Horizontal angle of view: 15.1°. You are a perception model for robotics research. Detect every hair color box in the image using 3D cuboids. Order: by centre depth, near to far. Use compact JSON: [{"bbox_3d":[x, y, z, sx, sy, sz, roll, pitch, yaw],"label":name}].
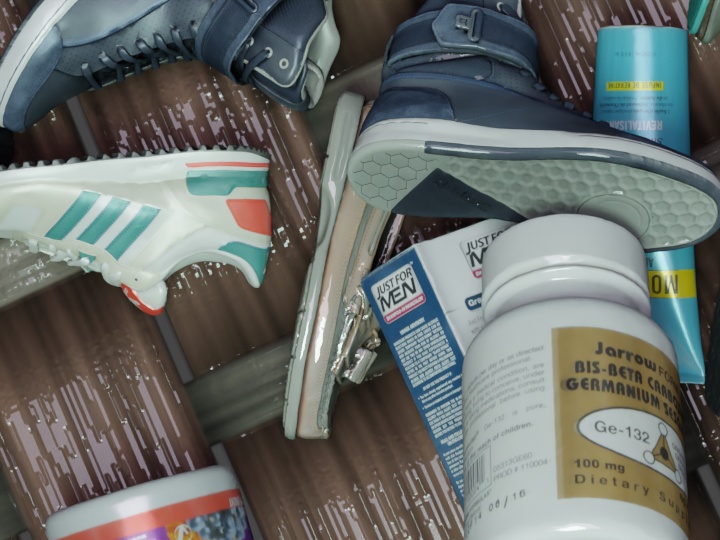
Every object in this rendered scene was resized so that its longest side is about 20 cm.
[{"bbox_3d":[0.090,0.073,1.498,0.100,0.060,0.201,-19,82,-38],"label":"hair color box"}]

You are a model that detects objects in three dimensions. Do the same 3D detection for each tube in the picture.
[{"bbox_3d":[0.157,-0.037,1.531,0.077,0.050,0.201,1,90,23],"label":"tube"}]

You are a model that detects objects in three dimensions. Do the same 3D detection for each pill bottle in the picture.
[{"bbox_3d":[0.109,0.077,1.392,0.114,0.115,0.201,-4,54,6],"label":"pill bottle"},{"bbox_3d":[-0.097,0.218,1.505,0.111,0.111,0.201,-17,85,5],"label":"pill bottle"}]

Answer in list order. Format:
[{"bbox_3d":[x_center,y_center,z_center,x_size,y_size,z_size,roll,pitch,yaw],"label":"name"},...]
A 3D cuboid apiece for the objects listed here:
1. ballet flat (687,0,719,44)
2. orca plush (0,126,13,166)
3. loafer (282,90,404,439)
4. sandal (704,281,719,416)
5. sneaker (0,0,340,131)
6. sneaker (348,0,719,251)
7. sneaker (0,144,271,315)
[{"bbox_3d":[0.230,-0.224,1.525,0.063,0.067,0.201,9,88,-4],"label":"ballet flat"},{"bbox_3d":[-0.306,-0.083,1.569,0.199,0.071,0.106,19,88,7],"label":"orca plush"},{"bbox_3d":[0.000,0.000,1.533,0.063,0.072,0.201,10,84,0],"label":"loafer"},{"bbox_3d":[0.237,-0.013,1.514,0.048,0.075,0.201,11,95,-18],"label":"sandal"},{"bbox_3d":[-0.105,-0.121,1.547,0.202,0.077,0.146,-44,80,1],"label":"sneaker"},{"bbox_3d":[0.106,-0.090,1.485,0.201,0.077,0.147,11,46,5],"label":"sneaker"},{"bbox_3d":[-0.145,-0.018,1.540,0.199,0.070,0.094,-6,91,-5],"label":"sneaker"}]
